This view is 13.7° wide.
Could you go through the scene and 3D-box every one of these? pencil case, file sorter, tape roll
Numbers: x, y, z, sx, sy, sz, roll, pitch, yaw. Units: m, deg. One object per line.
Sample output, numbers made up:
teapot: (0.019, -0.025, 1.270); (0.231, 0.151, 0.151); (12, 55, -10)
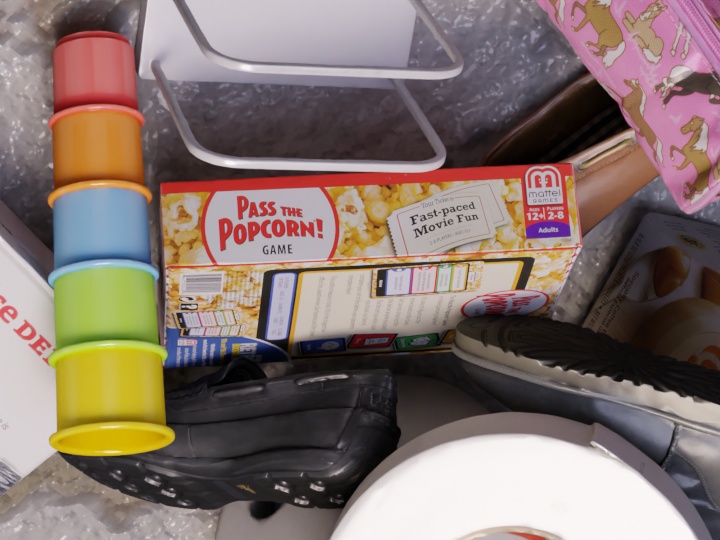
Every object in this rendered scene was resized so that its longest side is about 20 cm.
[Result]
pencil case: (0.137, -0.123, 1.439); (0.083, 0.086, 0.200); (-36, 85, 21)
file sorter: (-0.017, -0.160, 1.406); (0.138, 0.125, 0.201); (1, 116, -17)
tape roll: (0.076, 0.167, 1.434); (0.202, 0.037, 0.204); (2, 104, 8)

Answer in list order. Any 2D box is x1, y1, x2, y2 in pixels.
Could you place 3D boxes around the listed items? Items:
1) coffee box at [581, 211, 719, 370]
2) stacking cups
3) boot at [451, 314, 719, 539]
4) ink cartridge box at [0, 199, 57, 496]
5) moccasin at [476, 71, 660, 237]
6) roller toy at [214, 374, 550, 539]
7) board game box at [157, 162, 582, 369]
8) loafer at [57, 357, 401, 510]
coffee box: (0.201, 0.072, 1.541); (0.079, 0.200, 0.115); (11, 114, -40)
stacking cups: (-0.119, -0.015, 1.426); (0.060, 0.060, 0.201); (3, 74, -18)
boot: (0.109, 0.136, 1.476); (0.181, 0.073, 0.201); (19, 111, 11)
ink cartridge box: (-0.234, 0.053, 1.478); (0.200, 0.084, 0.145); (-39, 121, 6)
moccasin: (0.141, -0.096, 1.522); (0.201, 0.074, 0.078); (-37, 129, 16)
roller toy: (0.023, 0.155, 1.576); (0.199, 0.140, 0.183); (1, 114, -28)
board game box: (0.000, 0.000, 1.476); (0.199, 0.047, 0.152); (-3, 160, -6)
loafer: (-0.065, 0.080, 1.514); (0.200, 0.071, 0.068); (-2, 152, 34)
